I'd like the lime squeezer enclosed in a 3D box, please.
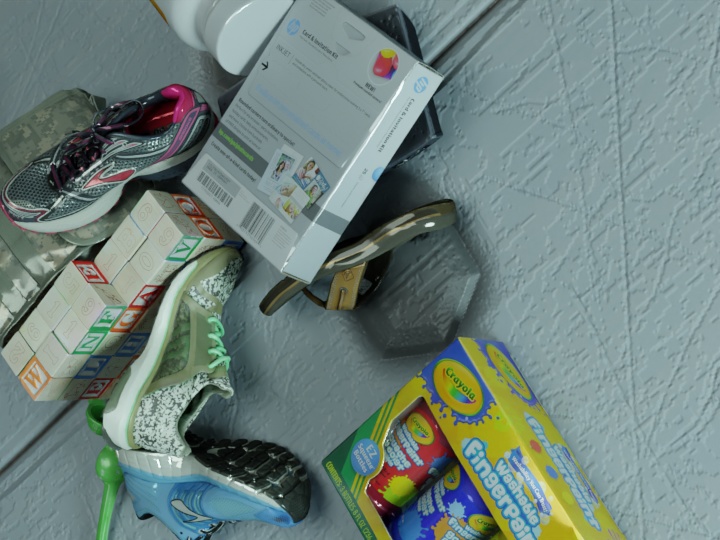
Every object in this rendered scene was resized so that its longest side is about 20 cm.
[{"bbox_3d":[-0.231,0.154,1.932,0.071,0.038,0.201,141,120,-61],"label":"lime squeezer"}]

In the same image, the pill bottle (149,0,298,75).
[{"bbox_3d":[-0.132,-0.258,1.838,0.111,0.111,0.200,-52,52,19],"label":"pill bottle"}]

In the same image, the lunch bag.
[{"bbox_3d":[-0.272,-0.047,1.928,0.200,0.117,0.164,-48,61,15],"label":"lunch bag"}]

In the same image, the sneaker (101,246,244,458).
[{"bbox_3d":[-0.137,0.076,1.830,0.088,0.077,0.201,23,77,20],"label":"sneaker"}]

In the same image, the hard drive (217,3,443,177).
[{"bbox_3d":[-0.024,-0.126,1.802,0.199,0.042,0.136,-24,72,32],"label":"hard drive"}]

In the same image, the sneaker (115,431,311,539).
[{"bbox_3d":[-0.120,0.193,1.833,0.199,0.078,0.090,8,109,39],"label":"sneaker"}]

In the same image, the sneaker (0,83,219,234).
[{"bbox_3d":[-0.220,-0.102,1.833,0.199,0.075,0.081,-28,64,3],"label":"sneaker"}]

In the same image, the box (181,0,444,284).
[{"bbox_3d":[-0.042,-0.114,1.747,0.156,0.041,0.200,40,102,40],"label":"box"}]

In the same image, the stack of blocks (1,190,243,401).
[{"bbox_3d":[-0.207,0.024,1.868,0.200,0.115,0.059,-50,63,21],"label":"stack of blocks"}]

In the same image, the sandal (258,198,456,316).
[{"bbox_3d":[0.000,0.000,1.764,0.199,0.082,0.055,-26,93,24],"label":"sandal"}]

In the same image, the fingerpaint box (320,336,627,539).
[{"bbox_3d":[0.086,0.181,1.671,0.167,0.073,0.200,-43,63,24],"label":"fingerpaint box"}]
